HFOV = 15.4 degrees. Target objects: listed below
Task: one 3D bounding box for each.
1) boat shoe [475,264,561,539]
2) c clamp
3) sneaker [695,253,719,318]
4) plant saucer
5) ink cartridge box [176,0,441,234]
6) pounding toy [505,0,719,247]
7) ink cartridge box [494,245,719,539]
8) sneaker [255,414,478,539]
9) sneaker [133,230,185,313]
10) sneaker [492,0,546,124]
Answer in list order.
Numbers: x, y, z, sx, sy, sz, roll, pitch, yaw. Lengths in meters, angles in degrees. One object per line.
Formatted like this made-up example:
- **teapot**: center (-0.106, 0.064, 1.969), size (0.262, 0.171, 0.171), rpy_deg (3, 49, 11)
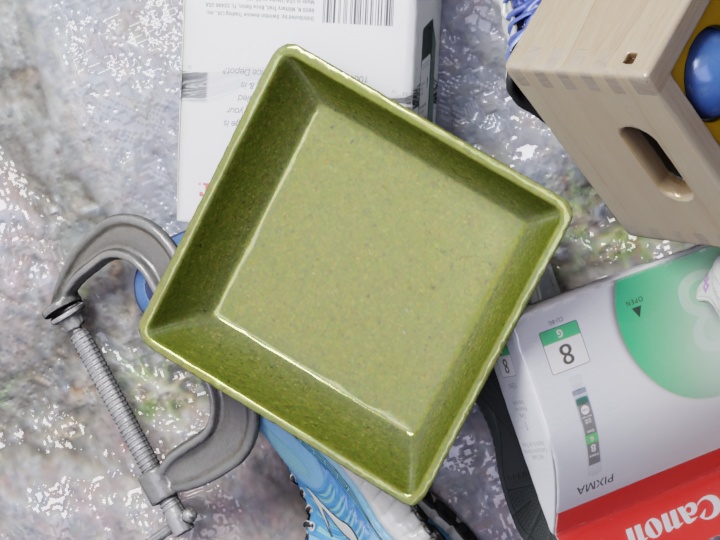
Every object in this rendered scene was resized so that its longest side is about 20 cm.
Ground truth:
- **boat shoe**: center (0.113, 0.070, 1.617), size (0.074, 0.065, 0.203), rpy_deg (-17, 88, 51)
- **c clamp**: center (-0.140, 0.072, 1.660), size (0.171, 0.027, 0.201), rpy_deg (-27, 86, 40)
- **sneaker**: center (0.268, 0.064, 1.524), size (0.100, 0.075, 0.200), rpy_deg (-41, 73, 37)
- **plant saucer**: center (0.000, 0.000, 1.546), size (0.200, 0.048, 0.200), rpy_deg (30, 103, 13)
- **ink cartridge box**: center (-0.030, -0.124, 1.612), size (0.145, 0.084, 0.201), rpy_deg (5, 97, 13)
- **pounding toy**: center (0.220, -0.117, 1.491), size (0.142, 0.200, 0.184), rpy_deg (8, 59, 44)
- **ink cartridge box**: center (0.177, 0.098, 1.568), size (0.160, 0.050, 0.201), rpy_deg (-19, 89, -22)
- **sneaker**: center (-0.017, 0.145, 1.644), size (0.090, 0.078, 0.200), rpy_deg (-43, 85, 17)
- **sneaker**: center (-0.050, 0.010, 1.633), size (0.199, 0.082, 0.074), rpy_deg (1, 97, 16)
- **sneaker**: center (0.114, -0.153, 1.561), size (0.080, 0.115, 0.200), rpy_deg (-26, 90, 13)
